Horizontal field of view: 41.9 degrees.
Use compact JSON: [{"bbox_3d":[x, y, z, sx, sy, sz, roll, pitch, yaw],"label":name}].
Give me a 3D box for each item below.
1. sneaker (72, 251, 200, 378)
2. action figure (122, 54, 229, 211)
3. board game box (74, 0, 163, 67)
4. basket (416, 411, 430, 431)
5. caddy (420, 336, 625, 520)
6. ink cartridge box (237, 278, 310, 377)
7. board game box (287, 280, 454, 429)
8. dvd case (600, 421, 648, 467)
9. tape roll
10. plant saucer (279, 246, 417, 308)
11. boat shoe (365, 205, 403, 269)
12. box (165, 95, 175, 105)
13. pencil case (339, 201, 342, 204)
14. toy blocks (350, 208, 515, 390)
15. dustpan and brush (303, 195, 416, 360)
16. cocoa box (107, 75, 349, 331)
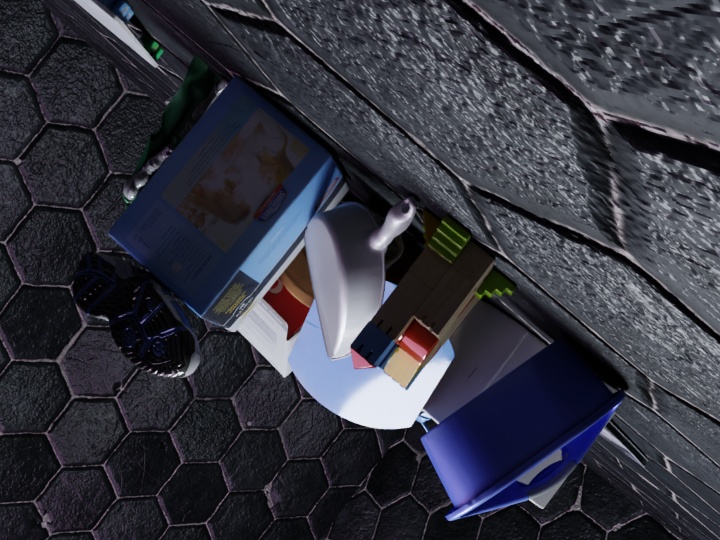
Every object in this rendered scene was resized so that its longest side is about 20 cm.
[{"bbox_3d":[-0.201,0.038,0.905,0.076,0.077,0.199,13,-163,-45],"label":"sneaker"},{"bbox_3d":[-0.198,-0.118,1.033,0.118,0.201,0.055,39,177,-38],"label":"action figure"},{"bbox_3d":[-0.339,-0.344,1.150,0.199,0.026,0.200,39,178,2],"label":"board game box"},{"bbox_3d":[0.142,0.159,1.402,0.201,0.175,0.139,53,-170,-10],"label":"basket"},{"bbox_3d":[0.149,0.152,0.864,0.106,0.199,0.141,55,-179,13],"label":"caddy"},{"bbox_3d":[-0.132,0.011,1.176,0.200,0.084,0.176,43,158,13],"label":"ink cartridge box"},{"bbox_3d":[0.015,0.081,1.015,0.156,0.202,0.039,29,-142,3],"label":"board game box"},{"bbox_3d":[0.295,0.185,1.262,0.148,0.016,0.200,38,177,47],"label":"dvd case"},{"bbox_3d":[0.170,0.151,1.073,0.202,0.140,0.203,39,179,1],"label":"tape roll"},{"bbox_3d":[0.000,0.000,1.118,0.197,0.038,0.201,14,-153,-7],"label":"plant saucer"},{"bbox_3d":[0.012,-0.027,1.022,0.068,0.072,0.200,19,-173,5],"label":"boat shoe"},{"bbox_3d":[-0.174,-0.134,1.209,0.109,0.035,0.202,13,132,57],"label":"box"},{"bbox_3d":[-0.094,-0.037,1.278,0.088,0.089,0.200,39,135,-8],"label":"pencil case"},{"bbox_3d":[0.053,0.040,0.814,0.099,0.137,0.200,38,178,10],"label":"toy blocks"},{"bbox_3d":[0.001,-0.015,0.843,0.200,0.056,0.142,119,141,-65],"label":"dustpan and brush"},{"bbox_3d":[-0.125,-0.062,0.942,0.133,0.201,0.131,39,178,12],"label":"cocoa box"}]
